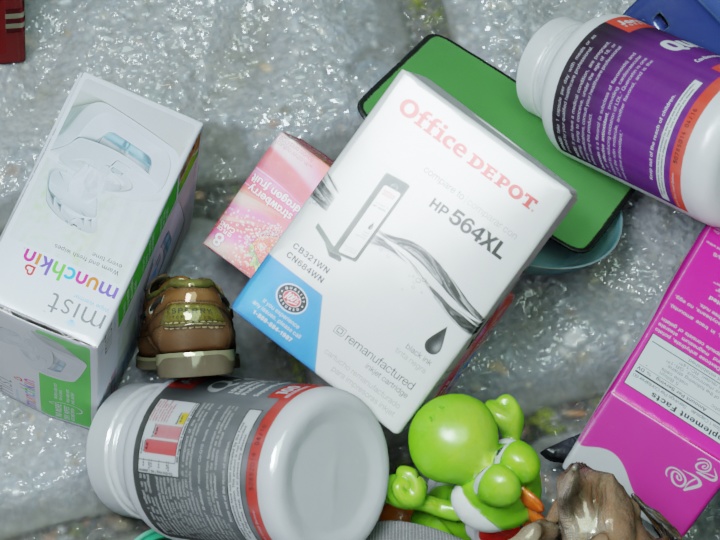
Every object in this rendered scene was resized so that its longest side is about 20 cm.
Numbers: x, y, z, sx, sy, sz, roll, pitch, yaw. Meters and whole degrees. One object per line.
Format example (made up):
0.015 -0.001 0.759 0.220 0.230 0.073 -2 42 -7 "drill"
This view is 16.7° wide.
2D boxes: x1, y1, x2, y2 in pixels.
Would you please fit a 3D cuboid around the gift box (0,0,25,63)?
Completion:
-0.321 -0.265 1.764 0.183 0.200 0.188 -5 70 -13 "gift box"

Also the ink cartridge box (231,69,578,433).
0.031 -0.014 1.649 0.146 0.084 0.200 36 95 6 "ink cartridge box"

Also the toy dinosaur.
0.163 0.176 1.593 0.085 0.201 0.136 2 41 40 "toy dinosaur"

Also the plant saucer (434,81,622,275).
0.096 -0.063 1.781 0.199 0.027 0.201 19 37 -15 "plant saucer"

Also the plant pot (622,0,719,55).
0.328 -0.190 1.816 0.200 0.180 0.200 -40 80 -17 "plant pot"

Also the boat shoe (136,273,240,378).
-0.115 0.035 1.674 0.071 0.200 0.069 -3 90 -12 "boat shoe"

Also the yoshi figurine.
0.066 0.133 1.661 0.111 0.200 0.113 9 73 -9 "yoshi figurine"

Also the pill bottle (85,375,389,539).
-0.087 0.129 1.643 0.115 0.199 0.117 -3 95 -46 "pill bottle"

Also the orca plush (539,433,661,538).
0.178 0.214 1.719 0.071 0.105 0.201 -36 80 16 "orca plush"

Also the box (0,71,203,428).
-0.189 -0.009 1.685 0.096 0.200 0.177 22 69 1 "box"

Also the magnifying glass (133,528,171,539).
-0.089 0.186 1.724 0.200 0.022 0.080 -36 78 -17 "magnifying glass"

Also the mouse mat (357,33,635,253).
0.106 -0.096 1.801 0.199 0.008 0.161 34 36 7 "mouse mat"

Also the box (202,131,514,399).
0.000 0.000 1.744 0.200 0.095 0.103 37 95 6 "box"

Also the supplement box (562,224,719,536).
0.237 0.073 1.725 0.103 0.101 0.200 33 51 6 "supplement box"

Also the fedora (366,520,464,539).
0.048 0.237 1.650 0.199 0.177 0.091 24 55 9 "fedora"

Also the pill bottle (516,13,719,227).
0.209 -0.115 1.765 0.112 0.113 0.200 -45 49 -18 "pill bottle"
